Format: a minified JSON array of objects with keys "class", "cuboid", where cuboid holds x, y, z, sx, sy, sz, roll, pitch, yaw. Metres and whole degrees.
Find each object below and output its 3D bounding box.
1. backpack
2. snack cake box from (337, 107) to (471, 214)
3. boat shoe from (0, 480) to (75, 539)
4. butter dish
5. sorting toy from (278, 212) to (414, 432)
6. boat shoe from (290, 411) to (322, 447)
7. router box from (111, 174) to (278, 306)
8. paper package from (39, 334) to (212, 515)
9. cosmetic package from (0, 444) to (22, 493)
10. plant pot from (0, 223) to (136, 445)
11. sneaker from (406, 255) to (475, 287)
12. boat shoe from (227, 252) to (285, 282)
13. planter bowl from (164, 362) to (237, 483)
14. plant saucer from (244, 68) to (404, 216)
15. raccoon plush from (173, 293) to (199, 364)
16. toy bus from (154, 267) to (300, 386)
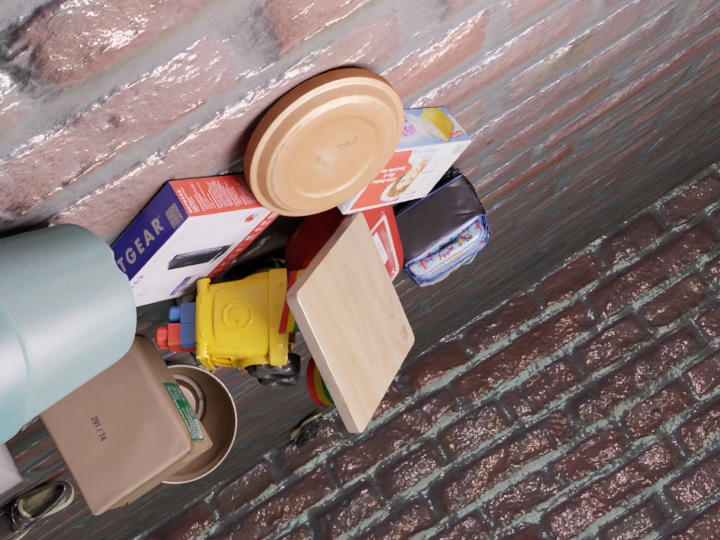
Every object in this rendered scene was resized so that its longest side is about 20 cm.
[{"class":"backpack","cuboid":[0.135,-0.068,1.667,0.181,0.136,0.200,-32,170,4]},{"class":"snack cake box","cuboid":[0.047,-0.149,1.269,0.199,0.068,0.115,-16,154,-53]},{"class":"boat shoe","cuboid":[-0.667,0.478,1.908,0.199,0.072,0.066,-30,157,-15]},{"class":"butter dish","cuboid":[-0.045,-0.022,1.390,0.200,0.146,0.202,-50,146,-25]},{"class":"sorting toy","cuboid":[-0.027,0.065,1.213,0.069,0.203,0.199,-9,-153,31]},{"class":"boat shoe","cuboid":[-0.178,0.560,3.359,0.071,0.067,0.201,-19,162,-41]},{"class":"router box","cuboid":[-0.206,-0.034,1.145,0.200,0.049,0.178,-41,165,33]},{"class":"paper package","cuboid":[-0.351,0.225,1.422,0.189,0.202,0.103,-34,168,7]},{"class":"cosmetic package","cuboid":[-0.568,0.284,1.371,0.107,0.086,0.200,-29,166,-15]},{"class":"plant pot","cuboid":[-0.328,0.055,0.895,0.200,0.201,0.195,-42,171,38]},{"class":"sneaker","cuboid":[0.196,-0.028,2.076,0.198,0.081,0.115,-35,165,1]},{"class":"boat shoe","cuboid":[-0.116,0.003,1.477,0.197,0.074,0.061,-1,109,-37]},{"class":"planter bowl","cuboid":[-0.322,0.249,1.666,0.198,0.203,0.135,-30,-166,-11]},{"class":"plant saucer","cuboid":[-0.036,-0.136,1.082,0.198,0.033,0.202,-25,148,-17]},{"class":"raccoon plush","cuboid":[-0.195,0.063,1.398,0.132,0.098,0.200,-23,166,-15]},{"class":"toy bus","cuboid":[-0.172,0.082,1.274,0.188,0.138,0.200,-3,165,-3]}]
